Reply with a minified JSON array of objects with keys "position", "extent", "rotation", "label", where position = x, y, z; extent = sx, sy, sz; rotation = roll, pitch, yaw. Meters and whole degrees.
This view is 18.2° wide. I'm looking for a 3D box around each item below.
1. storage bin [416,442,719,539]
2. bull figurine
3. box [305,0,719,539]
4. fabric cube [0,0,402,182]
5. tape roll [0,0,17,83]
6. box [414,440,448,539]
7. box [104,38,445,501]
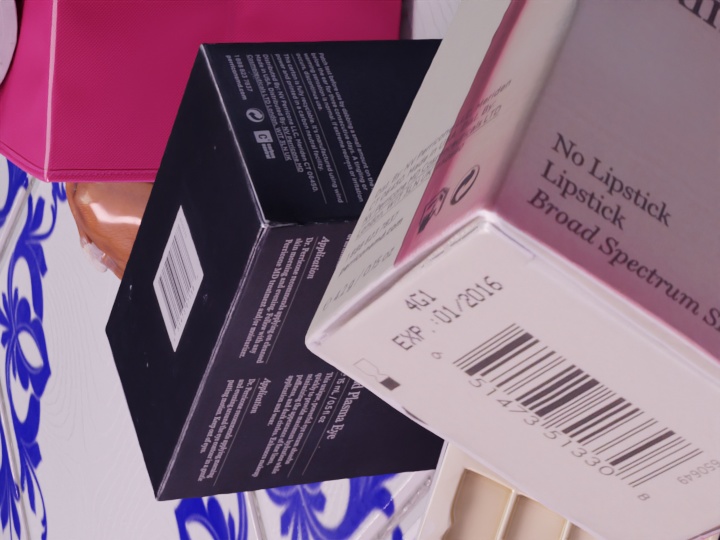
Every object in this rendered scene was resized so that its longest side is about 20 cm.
[{"position":[0.074,0.104,0.810],"extent":[0.200,0.093,0.200],"rotation":[-17,-55,-79],"label":"storage bin"},{"position":[-0.067,-0.005,1.221],"extent":[0.122,0.199,0.065],"rotation":[105,-169,-62],"label":"bull figurine"},{"position":[0.091,-0.039,0.657],"extent":[0.109,0.127,0.201],"rotation":[-38,23,55],"label":"box"},{"position":[-0.099,-0.163,1.196],"extent":[0.196,0.199,0.201],"rotation":[-152,64,-63],"label":"fabric cube"},{"position":[-0.272,-0.128,1.100],"extent":[0.201,0.199,0.066],"rotation":[110,146,-41],"label":"tape roll"},{"position":[0.074,0.147,1.017],"extent":[0.117,0.060,0.201],"rotation":[-122,37,-46],"label":"box"},{"position":[0.000,0.000,1.015],"extent":[0.201,0.181,0.105],"rotation":[115,143,-46],"label":"box"}]
